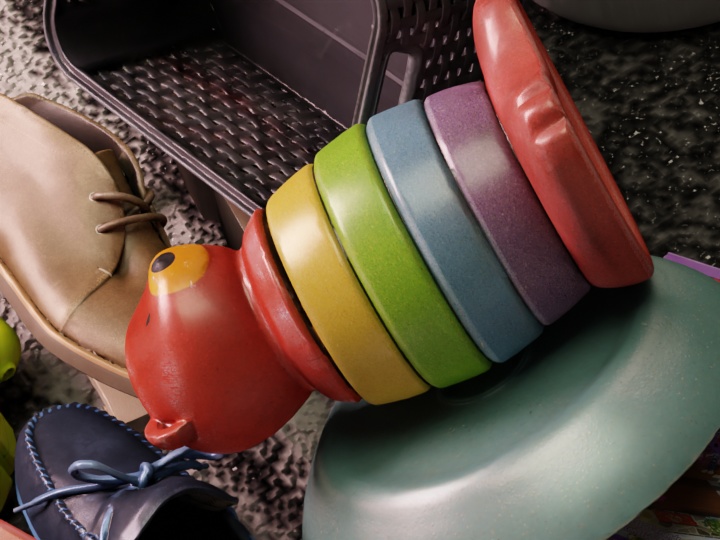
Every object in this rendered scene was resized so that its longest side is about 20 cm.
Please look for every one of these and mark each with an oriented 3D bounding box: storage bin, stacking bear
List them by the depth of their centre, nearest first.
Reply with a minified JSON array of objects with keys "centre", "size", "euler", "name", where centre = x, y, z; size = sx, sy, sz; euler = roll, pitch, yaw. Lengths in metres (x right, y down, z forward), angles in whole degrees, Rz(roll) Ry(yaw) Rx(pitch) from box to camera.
[{"centre":[0.000,0.000,0.939],"size":[0.199,0.114,0.122],"euler":[-28,33,8],"name":"stacking bear"},{"centre":[-0.035,-0.115,1.050],"size":[0.093,0.136,0.200],"euler":[-21,45,-41],"name":"storage bin"}]

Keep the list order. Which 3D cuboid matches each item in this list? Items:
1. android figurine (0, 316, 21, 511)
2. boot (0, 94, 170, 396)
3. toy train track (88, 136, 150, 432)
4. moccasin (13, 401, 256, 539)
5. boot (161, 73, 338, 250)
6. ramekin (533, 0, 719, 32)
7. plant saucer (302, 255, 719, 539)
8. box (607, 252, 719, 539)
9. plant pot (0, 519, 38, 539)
[{"centre":[-0.226,0.074,1.055],"size":[0.200,0.041,0.182],"euler":[39,76,26],"name":"android figurine"},{"centre":[-0.107,-0.007,1.043],"size":[0.199,0.073,0.076],"euler":[35,107,28],"name":"boot"},{"centre":[-0.138,0.005,1.122],"size":[0.114,0.033,0.200],"euler":[-23,52,-16],"name":"toy train track"},{"centre":[-0.067,0.107,0.973],"size":[0.080,0.069,0.200],"euler":[-27,49,-32],"name":"moccasin"},{"centre":[-0.029,-0.029,1.096],"size":[0.075,0.074,0.201],"euler":[-18,43,-10],"name":"boot"},{"centre":[0.143,-0.207,1.186],"size":[0.199,0.098,0.202],"euler":[-8,48,8],"name":"ramekin"},{"centre":[0.055,0.050,0.963],"size":[0.199,0.036,0.200],"euler":[-27,24,13],"name":"plant saucer"},{"centre":[0.175,0.079,0.957],"size":[0.199,0.039,0.137],"euler":[20,56,30],"name":"box"},{"centre":[-0.155,0.194,0.858],"size":[0.199,0.201,0.178],"euler":[18,65,28],"name":"plant pot"}]
